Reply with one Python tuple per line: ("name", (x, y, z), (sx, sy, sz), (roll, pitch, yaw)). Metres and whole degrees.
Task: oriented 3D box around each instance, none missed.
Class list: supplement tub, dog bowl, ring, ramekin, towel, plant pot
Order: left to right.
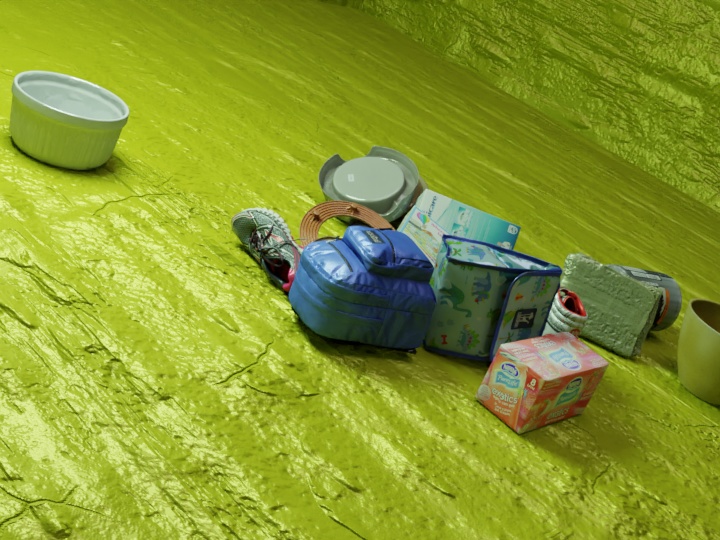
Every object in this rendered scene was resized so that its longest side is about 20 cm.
("ramekin", (-0.510, -0.256, 1.727), (0.198, 0.106, 0.201), (19, 22, -8))
("ring", (-0.012, -0.052, 1.763), (0.198, 0.019, 0.202), (13, 47, -14))
("dog bowl", (0.016, -0.166, 1.984), (0.198, 0.059, 0.201), (-1, 42, 1))
("towel", (0.462, 0.066, 1.898), (0.198, 0.150, 0.036), (24, -4, 3))
("supplement tub", (0.539, 0.055, 2.010), (0.198, 0.123, 0.123), (8, 27, -31))
("plant pot", (0.673, 0.165, 1.864), (0.198, 0.143, 0.200), (19, 23, -9))

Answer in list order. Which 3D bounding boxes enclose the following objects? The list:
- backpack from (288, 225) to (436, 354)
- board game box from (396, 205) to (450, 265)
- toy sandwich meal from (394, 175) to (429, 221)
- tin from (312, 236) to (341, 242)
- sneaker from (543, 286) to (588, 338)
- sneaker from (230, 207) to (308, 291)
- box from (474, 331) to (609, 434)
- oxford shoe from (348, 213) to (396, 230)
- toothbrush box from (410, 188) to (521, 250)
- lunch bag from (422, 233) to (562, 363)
("backpack", (-0.003, 0.019, 1.521), (0.198, 0.169, 0.162), (4, 22, -30))
("board game box", (0.147, -0.014, 1.793), (0.199, 0.034, 0.135), (38, 39, -4))
("toy sandwich meal", (0.043, -0.154, 2.065), (0.203, 0.071, 0.206), (-1, 43, 1))
("tin", (0.000, 0.000, 1.679), (0.198, 0.042, 0.113), (8, 49, -20))
("sneaker", (0.324, 0.066, 1.732), (0.067, 0.109, 0.202), (11, 25, -25))
("sneaker", (-0.143, -0.037, 1.620), (0.200, 0.081, 0.074), (37, 28, 30))
("box", (0.283, 0.169, 1.538), (0.094, 0.103, 0.199), (38, 26, 33))
("oxford shoe", (0.068, -0.033, 1.846), (0.198, 0.073, 0.085), (17, 39, -10))
("toothbrush box", (0.190, -0.071, 1.932), (0.198, 0.086, 0.146), (20, -9, -3))
("lunch bag", (0.210, 0.054, 1.609), (0.198, 0.171, 0.128), (11, 24, -7))
